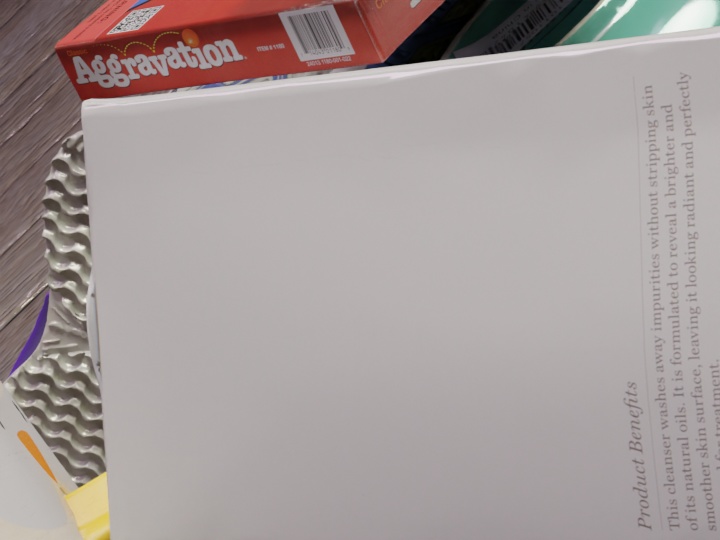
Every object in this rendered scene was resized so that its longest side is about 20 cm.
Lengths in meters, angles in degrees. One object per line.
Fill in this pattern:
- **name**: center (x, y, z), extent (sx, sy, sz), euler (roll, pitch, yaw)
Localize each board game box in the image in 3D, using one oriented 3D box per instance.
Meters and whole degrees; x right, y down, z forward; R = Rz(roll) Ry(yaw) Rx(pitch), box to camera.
- **board game box**: center (0.017, -0.108, 0.608), extent (0.103, 0.019, 0.200), euler (-2, 33, 41)

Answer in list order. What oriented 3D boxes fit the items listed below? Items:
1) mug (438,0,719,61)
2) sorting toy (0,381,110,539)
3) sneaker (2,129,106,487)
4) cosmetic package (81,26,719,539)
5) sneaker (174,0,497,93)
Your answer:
- **mug**: center (0.079, -0.022, 0.626), extent (0.152, 0.114, 0.185), euler (-23, 27, 50)
- **sorting toy**: center (-0.092, 0.083, 0.597), extent (0.107, 0.180, 0.200), euler (-27, 0, -1)
- **sneaker**: center (-0.091, 0.015, 0.947), extent (0.100, 0.069, 0.200), euler (-52, -15, -57)
- **cosmetic package**: center (0.035, 0.007, 0.532), extent (0.200, 0.113, 0.081), euler (-1, 1, 36)
- **sneaker**: center (-0.009, -0.078, 0.703), extent (0.200, 0.088, 0.075), euler (-48, -21, 21)
